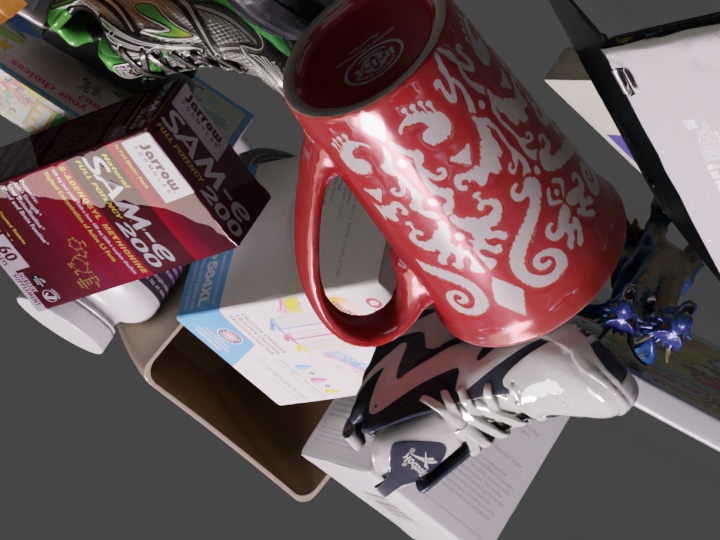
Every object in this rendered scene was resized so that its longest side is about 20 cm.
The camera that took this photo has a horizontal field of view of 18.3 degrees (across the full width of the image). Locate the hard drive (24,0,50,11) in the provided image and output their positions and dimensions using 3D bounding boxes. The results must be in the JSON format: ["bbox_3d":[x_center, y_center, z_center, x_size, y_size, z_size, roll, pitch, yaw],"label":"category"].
[{"bbox_3d":[-0.231,-0.254,1.302,0.200,0.033,0.140,55,165,-4],"label":"hard drive"}]

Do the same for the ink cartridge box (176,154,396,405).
[{"bbox_3d":[0.000,0.000,1.529,0.200,0.125,0.129,-10,142,36],"label":"ink cartridge box"}]

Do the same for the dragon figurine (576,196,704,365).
[{"bbox_3d":[0.168,0.018,1.375,0.059,0.099,0.200,33,166,-3],"label":"dragon figurine"}]

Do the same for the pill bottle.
[{"bbox_3d":[-0.176,-0.040,1.706,0.112,0.200,0.112,30,165,9],"label":"pill bottle"}]

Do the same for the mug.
[{"bbox_3d":[0.041,-0.050,1.287,0.133,0.178,0.200,14,153,45],"label":"mug"}]

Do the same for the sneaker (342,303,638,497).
[{"bbox_3d":[0.067,0.090,1.354,0.199,0.130,0.079,15,153,41],"label":"sneaker"}]

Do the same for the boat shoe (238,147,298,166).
[{"bbox_3d":[-0.009,-0.036,1.665,0.200,0.067,0.057,35,146,-32],"label":"boat shoe"}]

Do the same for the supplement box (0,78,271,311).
[{"bbox_3d":[-0.173,-0.048,1.522,0.200,0.061,0.109,-17,120,38],"label":"supplement box"}]

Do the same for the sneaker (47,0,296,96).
[{"bbox_3d":[-0.115,-0.149,1.447,0.200,0.085,0.078,23,163,30],"label":"sneaker"}]

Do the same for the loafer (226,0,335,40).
[{"bbox_3d":[-0.061,-0.186,1.243,0.201,0.070,0.068,27,-151,-51],"label":"loafer"}]

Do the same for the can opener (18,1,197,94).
[{"bbox_3d":[-0.195,-0.181,1.557,0.200,0.053,0.066,34,131,-25],"label":"can opener"}]

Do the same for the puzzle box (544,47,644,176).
[{"bbox_3d":[0.200,-0.069,1.166,0.133,0.025,0.200,40,164,-29],"label":"puzzle box"}]

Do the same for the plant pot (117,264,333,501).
[{"bbox_3d":[-0.083,0.031,1.803,0.200,0.200,0.177,42,174,-33],"label":"plant pot"}]

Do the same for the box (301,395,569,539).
[{"bbox_3d":[0.073,0.087,1.603,0.124,0.200,0.097,40,164,-27],"label":"box"}]

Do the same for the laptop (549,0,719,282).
[{"bbox_3d":[0.189,-0.077,1.082,0.200,0.116,0.187,-11,129,31],"label":"laptop"}]

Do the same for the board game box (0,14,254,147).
[{"bbox_3d":[-0.186,-0.126,1.602,0.200,0.134,0.034,34,124,-4],"label":"board game box"}]

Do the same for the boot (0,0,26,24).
[{"bbox_3d":[-0.217,-0.185,1.422,0.201,0.144,0.071,19,162,42],"label":"boot"}]

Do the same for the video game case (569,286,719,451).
[{"bbox_3d":[0.210,0.069,1.448,0.200,0.023,0.182,29,-165,16],"label":"video game case"}]
